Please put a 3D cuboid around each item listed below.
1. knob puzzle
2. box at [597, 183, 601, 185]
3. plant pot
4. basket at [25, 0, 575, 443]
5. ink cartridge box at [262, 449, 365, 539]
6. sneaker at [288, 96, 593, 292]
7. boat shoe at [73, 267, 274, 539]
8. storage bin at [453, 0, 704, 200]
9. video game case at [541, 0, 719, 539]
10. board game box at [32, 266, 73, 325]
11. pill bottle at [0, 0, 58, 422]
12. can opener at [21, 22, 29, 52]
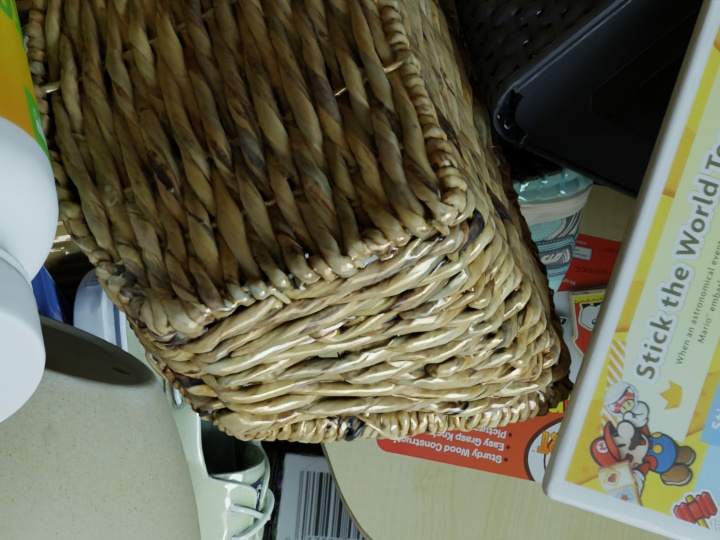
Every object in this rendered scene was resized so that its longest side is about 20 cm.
[{"bbox_3d":[0.071,0.060,1.153,0.220,0.220,0.030,-11,162,-8],"label":"knob puzzle"},{"bbox_3d":[0.214,-0.005,1.191,0.200,0.160,0.044,-26,148,13],"label":"box"},{"bbox_3d":[-0.142,0.089,1.085,0.200,0.200,0.135,14,102,-37],"label":"plant pot"},{"bbox_3d":[-0.027,-0.034,1.012,0.143,0.200,0.149,-23,146,8],"label":"basket"},{"bbox_3d":[-0.004,0.110,1.319,0.109,0.050,0.200,6,176,-12],"label":"ink cartridge box"},{"bbox_3d":[0.000,0.000,1.098,0.200,0.078,0.086,-12,125,-18],"label":"sneaker"},{"bbox_3d":[-0.069,0.091,1.188,0.062,0.200,0.072,-5,-165,32],"label":"boat shoe"},{"bbox_3d":[0.143,-0.098,1.090,0.200,0.094,0.135,22,130,-42],"label":"storage bin"},{"bbox_3d":[0.180,0.012,0.985,0.182,0.023,0.200,18,96,0],"label":"video game case"},{"bbox_3d":[-0.217,0.050,1.182,0.199,0.043,0.200,-18,151,4],"label":"board game box"},{"bbox_3d":[-0.161,-0.045,0.940,0.111,0.200,0.111,-11,146,-8],"label":"pill bottle"},{"bbox_3d":[-0.080,-0.042,1.125,0.066,0.053,0.200,1,162,45],"label":"can opener"}]
